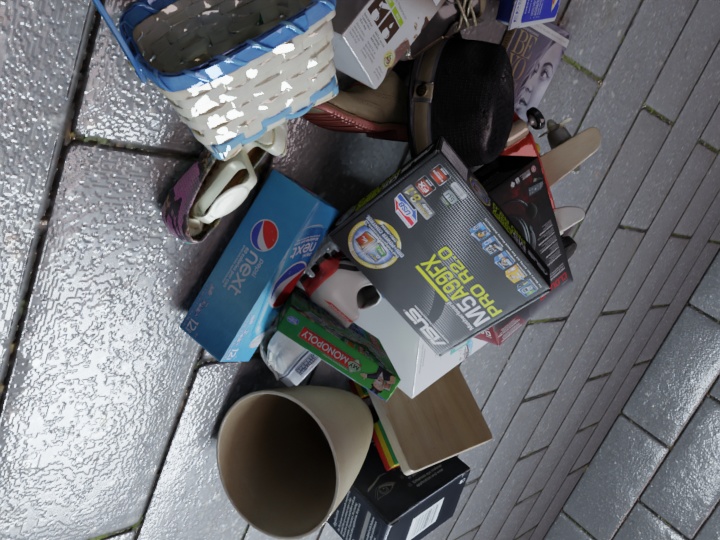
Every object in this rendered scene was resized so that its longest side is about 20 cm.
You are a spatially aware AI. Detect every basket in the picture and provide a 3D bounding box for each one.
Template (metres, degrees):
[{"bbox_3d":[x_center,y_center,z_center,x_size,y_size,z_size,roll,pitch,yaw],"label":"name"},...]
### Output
[{"bbox_3d":[-0.107,-0.200,0.501,0.175,0.139,0.201,-30,146,-14],"label":"basket"}]

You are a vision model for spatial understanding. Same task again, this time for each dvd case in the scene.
[{"bbox_3d":[0.223,-0.260,0.958,0.148,0.016,0.202,-1,120,-49],"label":"dvd case"}]

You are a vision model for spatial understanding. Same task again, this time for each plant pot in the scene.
[{"bbox_3d":[-0.065,0.235,0.923,0.199,0.186,0.189,-11,130,-63],"label":"plant pot"}]

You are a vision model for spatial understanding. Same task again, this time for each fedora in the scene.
[{"bbox_3d":[0.125,-0.191,0.770,0.200,0.090,0.204,-22,115,-60],"label":"fedora"}]

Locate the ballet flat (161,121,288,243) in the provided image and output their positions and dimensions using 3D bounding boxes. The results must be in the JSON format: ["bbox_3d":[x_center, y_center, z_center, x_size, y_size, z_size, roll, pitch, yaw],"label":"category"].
[{"bbox_3d":[-0.114,-0.110,0.635,0.201,0.071,0.069,-56,145,2],"label":"ballet flat"}]

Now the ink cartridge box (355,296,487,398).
[{"bbox_3d":[0.098,0.044,0.956,0.199,0.146,0.148,-29,138,-33],"label":"ink cartridge box"}]

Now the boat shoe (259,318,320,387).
[{"bbox_3d":[-0.094,0.092,0.819,0.075,0.086,0.202,-46,180,-8],"label":"boat shoe"}]

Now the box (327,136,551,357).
[{"bbox_3d":[0.088,-0.019,0.735,0.159,0.200,0.044,-34,-163,27],"label":"box"}]

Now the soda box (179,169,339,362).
[{"bbox_3d":[-0.109,-0.002,0.728,0.202,0.067,0.064,-58,159,6],"label":"soda box"}]

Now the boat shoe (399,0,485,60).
[{"bbox_3d":[0.095,-0.289,0.692,0.201,0.073,0.075,-57,152,-26],"label":"boat shoe"}]

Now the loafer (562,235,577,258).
[{"bbox_3d":[0.370,0.008,1.315,0.199,0.072,0.073,-41,143,-20],"label":"loafer"}]

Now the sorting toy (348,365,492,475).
[{"bbox_3d":[0.085,0.208,1.057,0.197,0.202,0.070,-5,152,-43],"label":"sorting toy"}]

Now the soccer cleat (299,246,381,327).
[{"bbox_3d":[0.000,0.000,0.810,0.069,0.085,0.200,-41,-179,31],"label":"soccer cleat"}]

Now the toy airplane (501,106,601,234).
[{"bbox_3d":[0.223,-0.130,0.937,0.197,0.141,0.202,12,103,-17],"label":"toy airplane"}]

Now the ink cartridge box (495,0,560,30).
[{"bbox_3d":[0.205,-0.382,0.750,0.199,0.047,0.200,-33,140,-53],"label":"ink cartridge box"}]

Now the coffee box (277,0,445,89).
[{"bbox_3d":[0.025,-0.285,0.614,0.201,0.113,0.080,-52,146,-2],"label":"coffee box"}]

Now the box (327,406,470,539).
[{"bbox_3d":[0.035,0.337,1.084,0.195,0.199,0.119,-15,130,-41],"label":"box"}]

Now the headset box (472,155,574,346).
[{"bbox_3d":[0.174,-0.019,0.832,0.148,0.077,0.202,-34,115,-23],"label":"headset box"}]

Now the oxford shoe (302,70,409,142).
[{"bbox_3d":[0.003,-0.186,0.727,0.199,0.070,0.076,-5,105,-55],"label":"oxford shoe"}]

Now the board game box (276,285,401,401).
[{"bbox_3d":[-0.029,0.073,0.751,0.029,0.134,0.200,-55,-173,2],"label":"board game box"}]
